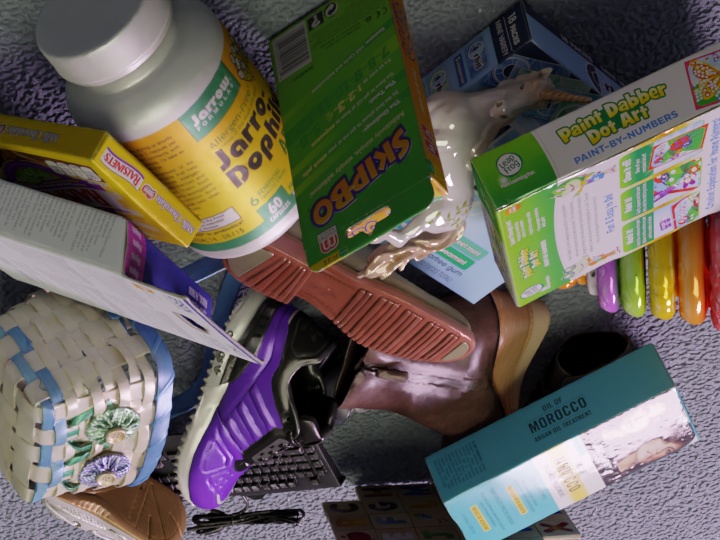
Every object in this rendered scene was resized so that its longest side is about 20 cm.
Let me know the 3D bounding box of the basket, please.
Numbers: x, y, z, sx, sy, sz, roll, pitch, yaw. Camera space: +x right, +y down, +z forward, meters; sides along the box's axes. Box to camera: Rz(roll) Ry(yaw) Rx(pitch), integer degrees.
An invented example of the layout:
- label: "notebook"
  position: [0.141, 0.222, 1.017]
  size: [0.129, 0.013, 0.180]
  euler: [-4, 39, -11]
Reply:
- label: "basket"
  position: [-0.180, 0.076, 1.448]
  size: [0.200, 0.139, 0.177]
  euler: [-28, 151, -33]

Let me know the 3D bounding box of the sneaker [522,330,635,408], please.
- label: "sneaker"
  position: [0.149, 0.119, 1.602]
  size: [0.199, 0.075, 0.106]
  euler: [-30, 131, 9]

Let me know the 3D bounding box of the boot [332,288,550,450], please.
- label: "boot"
  position: [0.049, 0.097, 1.531]
  size: [0.166, 0.072, 0.201]
  euler: [-2, 126, -30]

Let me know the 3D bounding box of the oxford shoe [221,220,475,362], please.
- label: "oxford shoe"
  position: [0.000, 0.000, 1.404]
  size: [0.199, 0.074, 0.071]
  euler: [29, 140, -19]

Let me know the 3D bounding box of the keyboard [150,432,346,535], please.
- label: "keyboard"
  position: [-0.105, 0.174, 1.595]
  size: [0.199, 0.021, 0.127]
  euler: [-8, 133, 27]

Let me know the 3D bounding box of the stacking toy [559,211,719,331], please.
- label: "stacking toy"
  position: [0.205, -0.005, 1.455]
  size: [0.199, 0.116, 0.110]
  euler: [-2, 137, 9]

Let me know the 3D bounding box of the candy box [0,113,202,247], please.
- label: "candy box"
  position: [-0.201, -0.063, 1.267]
  size: [0.199, 0.026, 0.102]
  euler: [12, 159, 42]

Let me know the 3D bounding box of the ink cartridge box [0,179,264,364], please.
- label: "ink cartridge box"
  position: [-0.168, -0.005, 1.280]
  size: [0.199, 0.043, 0.196]
  euler: [17, 170, 14]

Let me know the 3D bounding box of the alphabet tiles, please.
- label: "alphabet tiles"
  position: [0.073, 0.206, 1.626]
  size: [0.199, 0.166, 0.006]
  euler: [-2, 105, -9]

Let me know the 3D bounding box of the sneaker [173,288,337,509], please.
- label: "sneaker"
  position: [-0.072, 0.115, 1.484]
  size: [0.099, 0.070, 0.201]
  euler: [26, 122, 10]

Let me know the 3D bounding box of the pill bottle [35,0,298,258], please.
- label: "pill bottle"
  position: [-0.118, -0.106, 1.257]
  size: [0.112, 0.113, 0.200]
  euler: [-23, 137, 15]

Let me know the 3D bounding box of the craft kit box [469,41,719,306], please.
- label: "craft kit box"
  position: [0.176, -0.062, 1.297]
  size: [0.197, 0.049, 0.200]
  euler: [-28, 160, -2]

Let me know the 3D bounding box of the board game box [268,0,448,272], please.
- label: "board game box"
  position: [-0.003, -0.092, 1.226]
  size: [0.095, 0.201, 0.030]
  euler: [-30, 136, 23]

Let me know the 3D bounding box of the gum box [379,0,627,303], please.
- label: "gum box"
  position: [0.095, -0.077, 1.381]
  size: [0.200, 0.045, 0.170]
  euler: [-37, 132, 26]

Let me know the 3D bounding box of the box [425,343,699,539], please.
- label: "box"
  position: [0.158, 0.139, 1.533]
  size: [0.199, 0.049, 0.082]
  euler: [-28, 137, 5]

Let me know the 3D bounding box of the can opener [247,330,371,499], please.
- label: "can opener"
  position: [-0.042, 0.118, 1.579]
  size: [0.063, 0.079, 0.200]
  euler: [-29, 159, -41]

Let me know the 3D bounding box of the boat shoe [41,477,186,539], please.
- label: "boat shoe"
  position: [-0.233, 0.168, 1.573]
  size: [0.200, 0.071, 0.069]
  euler: [41, 141, -24]

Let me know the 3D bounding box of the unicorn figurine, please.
- label: "unicorn figurine"
  position: [0.052, -0.076, 1.297]
  size: [0.137, 0.074, 0.200]
  euler: [-12, 154, -17]
